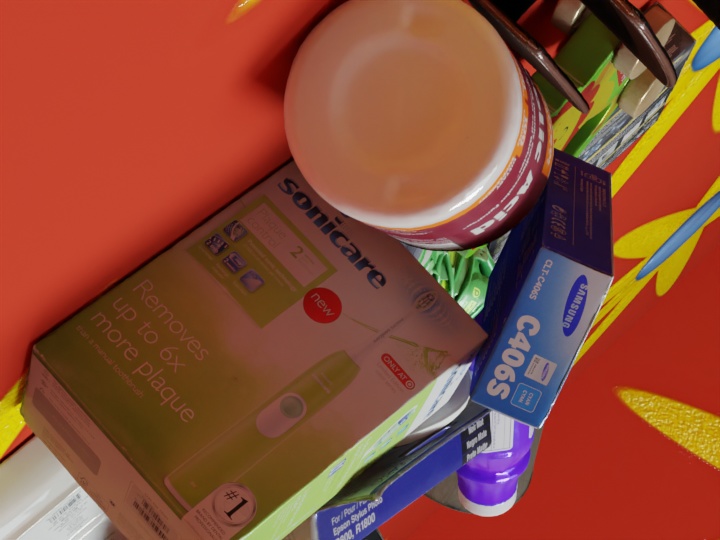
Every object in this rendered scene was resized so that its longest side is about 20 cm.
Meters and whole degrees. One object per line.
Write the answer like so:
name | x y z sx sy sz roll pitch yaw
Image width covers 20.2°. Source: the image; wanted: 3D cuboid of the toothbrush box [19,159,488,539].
toothbrush box | -0.057 0.055 1.072 0.200 0.146 0.086 -36 166 -30

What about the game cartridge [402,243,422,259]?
game cartridge | 0.000 0.000 1.222 0.129 0.038 0.201 -11 128 -65

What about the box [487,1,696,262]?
box | 0.152 -0.093 1.504 0.200 0.049 0.161 -41 170 -12

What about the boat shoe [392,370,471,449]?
boat shoe | -0.035 0.087 1.156 0.199 0.071 0.064 -11 150 -10

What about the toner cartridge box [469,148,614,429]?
toner cartridge box | 0.103 0.004 1.128 0.200 0.043 0.095 -70 -177 -70

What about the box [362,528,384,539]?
box | -0.089 0.236 1.293 0.199 0.044 0.160 -21 157 -29

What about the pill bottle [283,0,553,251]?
pill bottle | 0.038 -0.069 1.027 0.114 0.114 0.200 -44 169 6

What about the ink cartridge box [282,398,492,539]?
ink cartridge box | -0.008 0.131 1.214 0.199 0.041 0.199 -18 -174 38

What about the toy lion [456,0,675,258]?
toy lion | 0.117 -0.089 1.285 0.192 0.069 0.200 -53 169 1

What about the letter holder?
letter holder | 0.134 -0.133 1.055 0.101 0.142 0.200 -45 169 7

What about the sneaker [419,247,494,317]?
sneaker | 0.051 -0.003 1.382 0.074 0.084 0.200 -50 168 19

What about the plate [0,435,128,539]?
plate | -0.169 0.160 1.210 0.199 0.032 0.200 -39 150 -16

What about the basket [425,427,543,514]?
basket | 0.094 0.068 1.640 0.135 0.181 0.201 -16 145 -27

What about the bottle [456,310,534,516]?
bottle | 0.097 0.102 1.521 0.065 0.084 0.201 -7 133 -6
